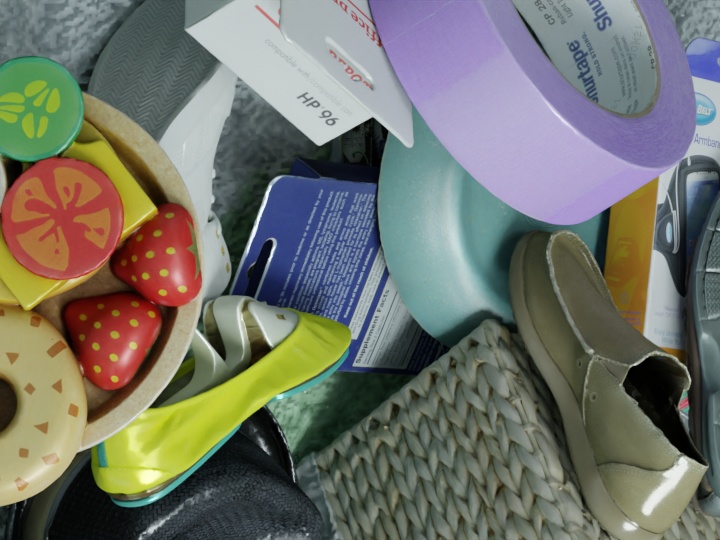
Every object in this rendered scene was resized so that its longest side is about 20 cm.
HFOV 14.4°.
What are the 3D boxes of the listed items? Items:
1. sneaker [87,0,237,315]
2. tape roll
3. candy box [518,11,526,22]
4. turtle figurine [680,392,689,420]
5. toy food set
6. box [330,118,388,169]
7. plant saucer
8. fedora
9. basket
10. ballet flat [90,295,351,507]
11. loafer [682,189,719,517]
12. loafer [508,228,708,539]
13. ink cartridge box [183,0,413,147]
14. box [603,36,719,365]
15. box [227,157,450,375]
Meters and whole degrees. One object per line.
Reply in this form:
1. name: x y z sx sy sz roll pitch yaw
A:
1. sneaker: -0.102 -0.054 1.534 0.200 0.074 0.116 -66 152 -26
2. tape roll: 0.093 -0.127 1.529 0.200 0.066 0.200 35 39 -34
3. candy box: 0.071 -0.125 1.637 0.200 0.026 0.102 31 80 -40
4. turtle figurine: 0.178 0.026 1.762 0.150 0.101 0.200 -36 107 -33
5. toy food set: -0.178 0.000 1.415 0.200 0.049 0.198 -39 85 -1
6. box: 0.071 -0.134 1.680 0.200 0.040 0.137 -7 101 -40
7. plant saucer: 0.096 -0.046 1.631 0.200 0.036 0.200 -7 101 -41
8. fedora: -0.092 0.146 1.549 0.200 0.092 0.201 -9 104 -40
9. basket: 0.100 0.168 1.618 0.161 0.200 0.198 -42 135 23
10. ballet flat: -0.073 0.052 1.505 0.200 0.067 0.067 -36 115 -45
11. loafer: 0.209 0.043 1.630 0.072 0.063 0.200 13 68 -20
12. loafer: 0.141 0.055 1.557 0.076 0.067 0.200 23 40 -50
13. ink cartridge box: -0.033 -0.151 1.499 0.116 0.068 0.200 39 34 -37
14. box: 0.196 -0.033 1.674 0.119 0.041 0.200 9 84 -46
15. box: 0.000 0.000 1.623 0.200 0.032 0.121 5 114 -43
